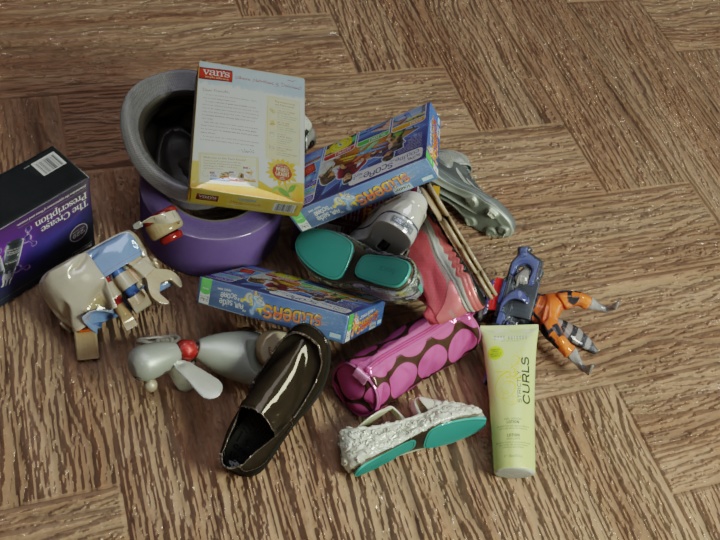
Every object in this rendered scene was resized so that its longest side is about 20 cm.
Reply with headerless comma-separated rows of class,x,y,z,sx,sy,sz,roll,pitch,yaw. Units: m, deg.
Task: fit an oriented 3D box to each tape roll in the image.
tape roll,-0.208,-0.094,1.262,0.200,0.085,0.200,6,52,-7

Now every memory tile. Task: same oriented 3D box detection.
memory tile,0.118,-0.059,1.195,0.017,0.200,0.153,-31,33,6

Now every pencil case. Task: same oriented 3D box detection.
pencil case,0.062,0.106,1.156,0.200,0.094,0.091,-31,79,-29

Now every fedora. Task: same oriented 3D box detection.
fedora,-0.226,-0.159,1.196,0.177,0.090,0.200,-30,75,-27

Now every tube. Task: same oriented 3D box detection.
tube,0.191,0.160,1.145,0.058,0.052,0.200,19,59,-28

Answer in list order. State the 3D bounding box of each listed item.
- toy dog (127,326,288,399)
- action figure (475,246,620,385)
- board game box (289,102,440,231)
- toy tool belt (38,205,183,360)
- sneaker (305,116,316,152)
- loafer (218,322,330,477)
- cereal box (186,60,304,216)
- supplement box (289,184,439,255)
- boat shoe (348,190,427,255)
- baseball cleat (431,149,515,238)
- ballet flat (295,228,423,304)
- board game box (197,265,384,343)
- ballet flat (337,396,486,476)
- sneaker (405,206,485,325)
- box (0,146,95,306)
toy dog,-0.176,0.125,1.094,0.200,0.132,0.097,-5,92,-11
action figure,0.233,0.082,1.239,0.193,0.105,0.200,23,79,14
board game box,0.007,-0.136,1.173,0.200,0.034,0.135,-19,36,23
toy tool belt,-0.293,0.017,1.135,0.200,0.125,0.123,-31,97,-14
sneaker,-0.101,-0.186,1.263,0.088,0.074,0.200,13,37,-17
loafer,-0.098,0.154,1.030,0.073,0.071,0.200,28,94,10
cereal box,-0.144,-0.170,1.150,0.144,0.040,0.200,7,60,-15
supplement box,0.007,-0.075,1.293,0.200,0.086,0.110,11,51,-4
boat shoe,0.037,-0.056,1.166,0.071,0.200,0.070,35,71,-4
baseball cleat,0.165,-0.129,1.382,0.200,0.070,0.106,33,53,13
ballet flat,0.000,0.000,1.152,0.200,0.072,0.072,20,45,38
board game box,-0.085,0.039,1.136,0.200,0.035,0.135,14,11,19
ballet flat,0.062,0.190,1.104,0.200,0.072,0.072,-14,57,-24
sneaker,0.083,-0.011,1.164,0.087,0.074,0.200,-31,47,5
box,-0.440,-0.044,1.135,0.079,0.141,0.200,39,55,15
